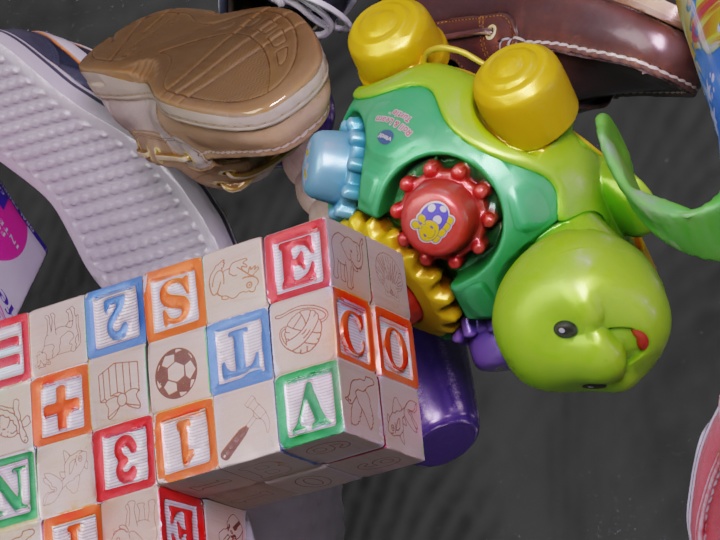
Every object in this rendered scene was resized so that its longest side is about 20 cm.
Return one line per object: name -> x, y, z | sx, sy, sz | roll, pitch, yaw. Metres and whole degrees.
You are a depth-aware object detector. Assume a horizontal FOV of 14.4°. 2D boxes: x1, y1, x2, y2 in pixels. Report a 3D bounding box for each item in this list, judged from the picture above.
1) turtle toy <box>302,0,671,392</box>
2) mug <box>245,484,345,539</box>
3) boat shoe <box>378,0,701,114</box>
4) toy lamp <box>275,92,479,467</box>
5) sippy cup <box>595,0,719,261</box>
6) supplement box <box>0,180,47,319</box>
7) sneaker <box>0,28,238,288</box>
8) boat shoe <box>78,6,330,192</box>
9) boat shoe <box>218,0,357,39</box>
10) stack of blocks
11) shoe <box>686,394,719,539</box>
turtle toy -> 0.053, -0.015, 1.149 | 0.101, 0.146, 0.200 | -46, 42, -18
mug -> -0.073, 0.109, 1.236 | 0.200, 0.147, 0.176 | 172, 87, -78
boat shoe -> 0.075, -0.093, 1.214 | 0.200, 0.070, 0.070 | 20, 82, 55
toy lamp -> 0.000, 0.000, 1.278 | 0.058, 0.058, 0.200 | -46, 52, 28
sippy cup -> 0.182, -0.084, 1.071 | 0.131, 0.177, 0.140 | -112, 26, -44
supplement box -> -0.228, 0.003, 1.357 | 0.103, 0.101, 0.200 | -29, 15, 12
sneaker -> -0.114, -0.050, 1.396 | 0.200, 0.079, 0.079 | 46, 118, 18
boat shoe -> -0.058, -0.071, 1.260 | 0.074, 0.069, 0.200 | -35, 22, -14
boat shoe -> -0.028, -0.140, 1.265 | 0.062, 0.075, 0.200 | -59, 6, -17
stack of blocks -> -0.076, 0.065, 1.115 | 0.200, 0.059, 0.116 | -18, 67, 28
shoe -> 0.154, 0.065, 1.039 | 0.071, 0.091, 0.200 | 34, 131, 15
